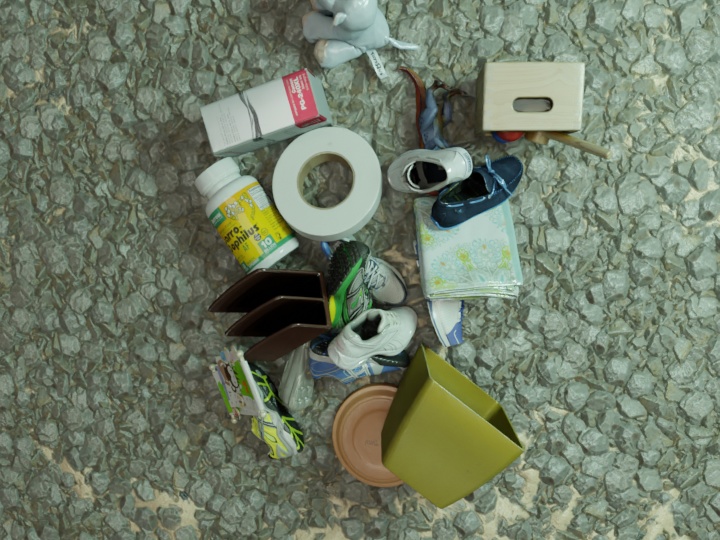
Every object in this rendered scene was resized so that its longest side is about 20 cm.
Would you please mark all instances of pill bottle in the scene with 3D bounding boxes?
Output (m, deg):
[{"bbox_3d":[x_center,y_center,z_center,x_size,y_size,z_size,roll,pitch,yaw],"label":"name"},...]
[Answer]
[{"bbox_3d":[-0.209,-0.097,1.156,0.112,0.113,0.202,-34,93,10],"label":"pill bottle"}]

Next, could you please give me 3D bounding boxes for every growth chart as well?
[{"bbox_3d":[-0.230,0.213,1.186,0.018,0.199,0.148,-25,91,-32],"label":"growth chart"}]

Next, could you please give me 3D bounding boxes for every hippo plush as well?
[{"bbox_3d":[-0.027,-0.415,1.060,0.158,0.161,0.202,-37,88,10],"label":"hippo plush"}]

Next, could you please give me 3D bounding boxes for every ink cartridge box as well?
[{"bbox_3d":[-0.160,-0.268,1.110,0.195,0.145,0.085,-17,97,8],"label":"ink cartridge box"}]

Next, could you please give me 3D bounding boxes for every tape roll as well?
[{"bbox_3d":[-0.058,-0.154,1.133,0.197,0.037,0.208,-2,74,8],"label":"tape roll"}]

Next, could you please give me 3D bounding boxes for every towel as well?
[{"bbox_3d":[0.182,-0.043,1.099,0.166,0.048,0.205,-1,61,-3],"label":"towel"}]

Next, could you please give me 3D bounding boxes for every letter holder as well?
[{"bbox_3d":[-0.165,0.081,1.104,0.199,0.140,0.103,-32,61,45],"label":"letter holder"}]

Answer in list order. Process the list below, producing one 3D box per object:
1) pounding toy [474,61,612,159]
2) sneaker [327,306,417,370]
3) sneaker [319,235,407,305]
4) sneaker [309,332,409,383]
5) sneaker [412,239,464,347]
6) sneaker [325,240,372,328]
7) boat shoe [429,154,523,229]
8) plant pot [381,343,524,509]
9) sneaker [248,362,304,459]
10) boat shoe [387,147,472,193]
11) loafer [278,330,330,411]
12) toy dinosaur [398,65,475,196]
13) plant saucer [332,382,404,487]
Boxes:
[{"bbox_3d":[0.291,-0.254,1.042,0.194,0.184,0.146,2,98,6],"label":"pounding toy"},{"bbox_3d":[0.038,0.103,1.121,0.078,0.198,0.100,49,138,21],"label":"sneaker"},{"bbox_3d":[0.000,0.000,1.160,0.198,0.085,0.078,38,100,0],"label":"sneaker"},{"bbox_3d":[-0.004,0.163,1.180,0.195,0.076,0.078,7,123,-16],"label":"sneaker"},{"bbox_3d":[0.171,0.030,1.147,0.112,0.081,0.204,-15,94,10],"label":"sneaker"},{"bbox_3d":[-0.016,0.025,1.101,0.083,0.079,0.202,4,139,-16],"label":"sneaker"},{"bbox_3d":[0.207,-0.139,1.087,0.199,0.069,0.084,-39,64,-20],"label":"boat shoe"},{"bbox_3d":[0.137,0.280,1.115,0.199,0.200,0.178,37,98,-5],"label":"plant pot"},{"bbox_3d":[-0.185,0.273,1.224,0.075,0.075,0.203,-28,93,9],"label":"sneaker"},{"bbox_3d":[0.098,-0.166,1.077,0.065,0.198,0.075,-26,100,-32],"label":"boat shoe"},{"bbox_3d":[-0.110,0.161,1.200,0.069,0.069,0.205,23,97,39],"label":"loafer"},{"bbox_3d":[0.132,-0.235,1.137,0.199,0.104,0.185,36,113,34],"label":"toy dinosaur"},{"bbox_3d":[0.041,0.319,1.227,0.194,0.032,0.206,1,98,7],"label":"plant saucer"}]
